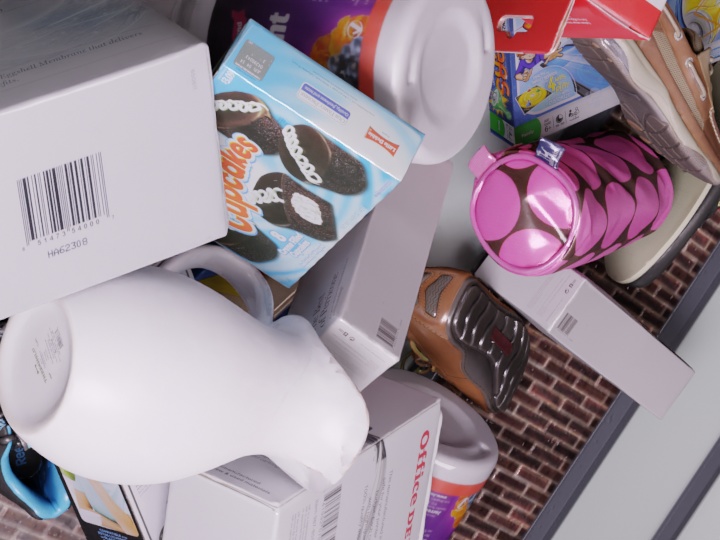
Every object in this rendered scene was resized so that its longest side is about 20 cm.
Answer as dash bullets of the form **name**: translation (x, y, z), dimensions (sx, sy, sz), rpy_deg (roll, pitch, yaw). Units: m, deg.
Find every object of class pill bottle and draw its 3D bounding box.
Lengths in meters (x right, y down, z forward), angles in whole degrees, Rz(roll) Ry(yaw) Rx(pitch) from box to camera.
- **pill bottle**: translation (-0.031, -0.130, 1.348), dimensions (0.111, 0.199, 0.113), rpy_deg (-21, 116, -53)
- **pill bottle**: translation (0.005, 0.179, 1.623), dimensions (0.111, 0.112, 0.201), rpy_deg (10, 121, -40)

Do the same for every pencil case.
- **pencil case**: translation (0.147, -0.054, 1.589), dimensions (0.091, 0.094, 0.200), rpy_deg (-55, 162, 20)

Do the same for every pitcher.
- **pitcher**: translation (-0.111, 0.044, 1.309), dimensions (0.199, 0.172, 0.122), rpy_deg (9, 129, -40)

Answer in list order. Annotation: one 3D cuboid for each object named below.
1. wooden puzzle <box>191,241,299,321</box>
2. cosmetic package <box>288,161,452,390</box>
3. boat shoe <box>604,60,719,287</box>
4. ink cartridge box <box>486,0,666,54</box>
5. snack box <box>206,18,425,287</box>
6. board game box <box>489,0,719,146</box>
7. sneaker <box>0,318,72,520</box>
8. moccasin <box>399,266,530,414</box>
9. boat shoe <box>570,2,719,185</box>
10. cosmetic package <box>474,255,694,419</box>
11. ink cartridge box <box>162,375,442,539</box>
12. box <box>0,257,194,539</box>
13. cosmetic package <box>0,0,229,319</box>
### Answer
- **wooden puzzle**: translation (-0.094, 0.048, 1.522), dimensions (0.185, 0.046, 0.200), rpy_deg (-42, 133, -7)
- **cosmetic package**: translation (0.000, 0.000, 1.461), dimensions (0.050, 0.201, 0.083), rpy_deg (35, 128, -15)
- **boat shoe**: translation (0.257, -0.068, 1.710), dimensions (0.063, 0.074, 0.202), rpy_deg (35, 87, -36)
- **ink cartridge box**: translation (0.156, -0.218, 1.482), dimensions (0.067, 0.116, 0.201), rpy_deg (28, 83, -28)
- **snack box**: translation (-0.051, -0.062, 1.303), dimensions (0.116, 0.200, 0.037), rpy_deg (33, 65, -7)
- **board game box**: translation (0.176, -0.184, 1.608), dimensions (0.199, 0.034, 0.136), rpy_deg (-25, 127, -24)
- **sneaker**: translation (-0.220, 0.066, 1.416), dimensions (0.073, 0.082, 0.201), rpy_deg (-29, 127, -17)
- **moccasin**: translation (0.067, 0.049, 1.634), dimensions (0.074, 0.077, 0.201), rpy_deg (-67, 153, -7)
- **boat shoe**: translation (0.218, -0.134, 1.594), dimensions (0.072, 0.076, 0.200), rpy_deg (-48, 135, -6)
- **cosmetic package**: translation (0.168, 0.040, 1.680), dimensions (0.051, 0.082, 0.200), rpy_deg (-54, 142, 0)
- **ink cartridge box**: translation (-0.039, 0.163, 1.457), dimensions (0.200, 0.083, 0.146), rpy_deg (-27, 132, -54)
- **box**: translation (-0.138, 0.086, 1.423), dimensions (0.117, 0.060, 0.201), rpy_deg (-48, 134, -36)
- **cosmetic package**: translation (-0.210, -0.079, 1.260), dimensions (0.198, 0.200, 0.124), rpy_deg (-21, 124, -26)
